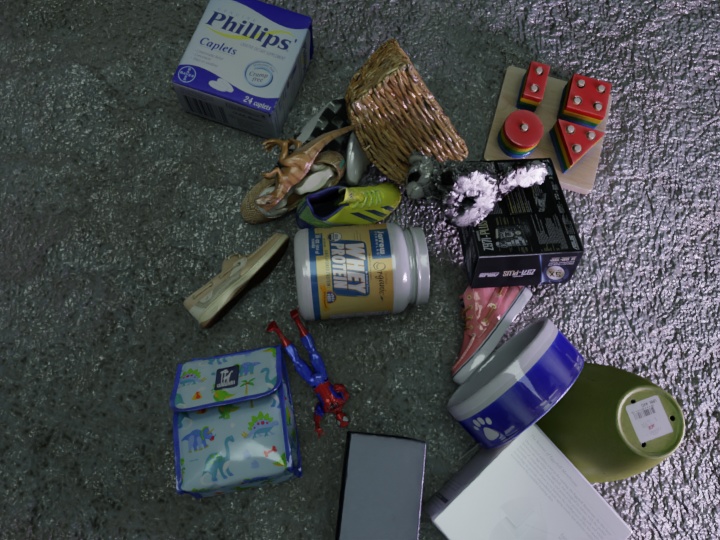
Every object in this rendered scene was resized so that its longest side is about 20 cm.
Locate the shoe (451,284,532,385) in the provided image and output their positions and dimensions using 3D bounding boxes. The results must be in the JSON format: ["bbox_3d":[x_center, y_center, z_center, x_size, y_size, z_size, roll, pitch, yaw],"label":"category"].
[{"bbox_3d":[0.186,0.083,0.951,0.091,0.072,0.200,38,72,9],"label":"shoe"}]

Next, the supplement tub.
[{"bbox_3d":[0.000,0.000,0.924,0.199,0.145,0.146,-5,76,-3],"label":"supplement tub"}]

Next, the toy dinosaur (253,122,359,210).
[{"bbox_3d":[-0.095,-0.178,0.933,0.200,0.060,0.106,-46,67,4],"label":"toy dinosaur"}]

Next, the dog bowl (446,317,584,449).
[{"bbox_3d":[0.224,0.164,0.862,0.200,0.200,0.079,-41,83,-11],"label":"dog bowl"}]

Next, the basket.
[{"bbox_3d":[0.062,-0.249,0.977,0.142,0.200,0.149,-34,33,15],"label":"basket"}]

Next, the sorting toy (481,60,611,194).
[{"bbox_3d":[0.340,-0.263,1.042,0.199,0.070,0.200,17,76,2],"label":"sorting toy"}]

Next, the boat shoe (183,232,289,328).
[{"bbox_3d":[-0.200,0.003,0.957,0.065,0.072,0.200,44,84,8],"label":"boat shoe"}]

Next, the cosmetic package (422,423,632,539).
[{"bbox_3d":[0.233,0.359,0.851,0.200,0.123,0.200,-40,80,-10],"label":"cosmetic package"}]

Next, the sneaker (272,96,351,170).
[{"bbox_3d":[-0.081,-0.215,1.022,0.074,0.089,0.200,40,100,-21],"label":"sneaker"}]

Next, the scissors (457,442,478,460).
[{"bbox_3d":[0.232,0.230,0.919,0.014,0.073,0.200,46,111,7],"label":"scissors"}]

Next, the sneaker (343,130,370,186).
[{"bbox_3d":[0.023,-0.235,1.025,0.080,0.070,0.201,18,76,-1],"label":"sneaker"}]

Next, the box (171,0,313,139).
[{"bbox_3d":[-0.199,-0.359,1.030,0.183,0.105,0.201,19,75,2],"label":"box"}]

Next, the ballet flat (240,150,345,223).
[{"bbox_3d":[-0.115,-0.134,0.970,0.199,0.065,0.071,-32,112,8],"label":"ballet flat"}]

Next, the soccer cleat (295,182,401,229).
[{"bbox_3d":[-0.011,-0.111,0.969,0.199,0.084,0.065,-18,69,-24],"label":"soccer cleat"}]

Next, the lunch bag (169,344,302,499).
[{"bbox_3d":[-0.186,0.218,0.879,0.169,0.128,0.201,-10,63,-2],"label":"lunch bag"}]

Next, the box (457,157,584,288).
[{"bbox_3d":[0.245,-0.079,0.952,0.163,0.086,0.201,-3,55,-3],"label":"box"}]

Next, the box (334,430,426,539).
[{"bbox_3d":[0.021,0.332,0.821,0.103,0.182,0.201,6,76,0],"label":"box"}]

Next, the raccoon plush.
[{"bbox_3d":[0.166,-0.139,0.912,0.199,0.097,0.134,-9,35,-18],"label":"raccoon plush"}]

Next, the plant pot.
[{"bbox_3d":[0.367,0.218,0.852,0.186,0.200,0.188,0,76,-1],"label":"plant pot"}]

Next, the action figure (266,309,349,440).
[{"bbox_3d":[-0.068,0.165,0.883,0.065,0.099,0.201,-29,105,1],"label":"action figure"}]
